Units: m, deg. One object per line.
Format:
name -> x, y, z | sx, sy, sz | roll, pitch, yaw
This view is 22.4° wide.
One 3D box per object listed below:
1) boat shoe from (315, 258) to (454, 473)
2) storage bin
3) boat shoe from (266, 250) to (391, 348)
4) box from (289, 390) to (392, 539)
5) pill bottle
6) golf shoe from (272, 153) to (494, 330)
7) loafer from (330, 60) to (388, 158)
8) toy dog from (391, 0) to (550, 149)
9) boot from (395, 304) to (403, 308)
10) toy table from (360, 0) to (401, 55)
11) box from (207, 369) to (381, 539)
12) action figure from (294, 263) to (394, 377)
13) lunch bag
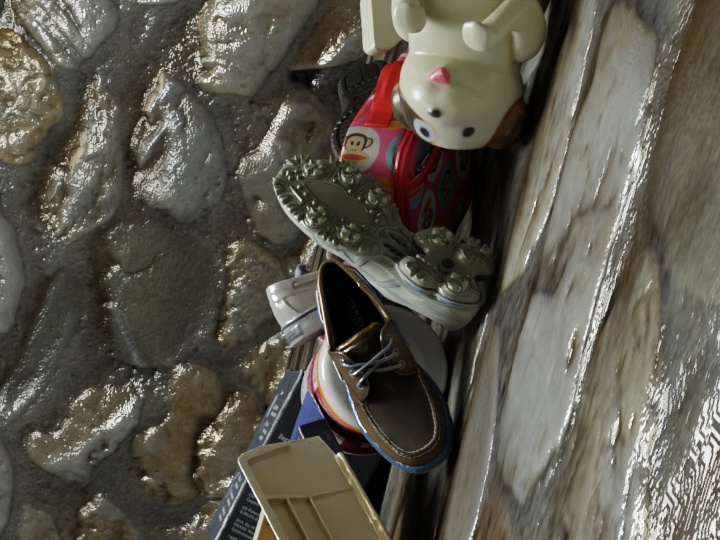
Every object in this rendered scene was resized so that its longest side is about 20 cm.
boat shoe -> 0.008, 0.075, 1.470 | 0.200, 0.072, 0.072 | 58, -179, 33
storage bin -> -0.048, 0.272, 1.477 | 0.199, 0.094, 0.200 | 58, 144, 39
boat shoe -> 0.000, 0.000, 1.624 | 0.070, 0.200, 0.071 | 59, 148, 7
box -> -0.024, 0.215, 1.563 | 0.200, 0.032, 0.121 | 60, 150, 30
pill bottle -> 0.007, 0.104, 1.630 | 0.200, 0.113, 0.113 | 121, 161, -75
golf shoe -> 0.011, -0.014, 1.472 | 0.078, 0.200, 0.097 | -48, -16, -29
loafer -> 0.020, -0.133, 1.742 | 0.200, 0.073, 0.071 | -85, -28, -58
toy dog -> 0.085, -0.195, 1.440 | 0.194, 0.139, 0.200 | 18, -94, -82
boot -> 0.024, 0.000, 1.955 | 0.200, 0.073, 0.151 | 99, -176, -88
toy table -> 0.048, -0.269, 1.584 | 0.200, 0.117, 0.184 | -41, 52, 51
box -> -0.063, 0.213, 1.872 | 0.200, 0.117, 0.197 | -64, 4, -5
action figure -> 0.010, 0.032, 1.751 | 0.200, 0.134, 0.149 | -65, 17, 0
lunch bag -> 0.041, -0.101, 1.572 | 0.200, 0.082, 0.176 | -60, -29, -49
